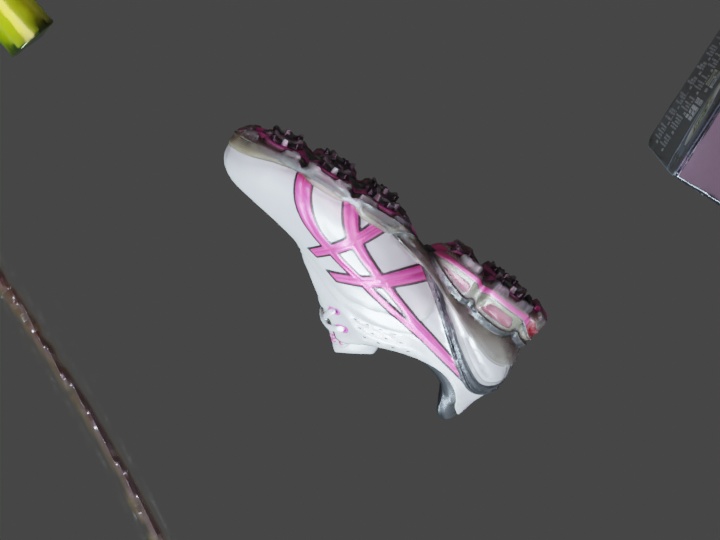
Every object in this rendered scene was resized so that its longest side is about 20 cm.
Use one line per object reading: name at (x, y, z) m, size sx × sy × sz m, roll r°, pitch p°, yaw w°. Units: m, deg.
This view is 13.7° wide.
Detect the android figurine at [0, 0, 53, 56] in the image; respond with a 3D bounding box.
android figurine at (-0.265, -0.181, 1.631) m, size 0.182 × 0.041 × 0.200 m, roll -38°, pitch 97°, yaw 6°

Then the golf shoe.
golf shoe at (0.000, 0.000, 1.631) m, size 0.200 × 0.073 × 0.092 m, roll 37°, pitch 98°, yaw -4°

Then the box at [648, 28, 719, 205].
box at (0.244, -0.050, 1.554) m, size 0.163 × 0.200 × 0.086 m, roll 32°, pitch 97°, yaw -3°
